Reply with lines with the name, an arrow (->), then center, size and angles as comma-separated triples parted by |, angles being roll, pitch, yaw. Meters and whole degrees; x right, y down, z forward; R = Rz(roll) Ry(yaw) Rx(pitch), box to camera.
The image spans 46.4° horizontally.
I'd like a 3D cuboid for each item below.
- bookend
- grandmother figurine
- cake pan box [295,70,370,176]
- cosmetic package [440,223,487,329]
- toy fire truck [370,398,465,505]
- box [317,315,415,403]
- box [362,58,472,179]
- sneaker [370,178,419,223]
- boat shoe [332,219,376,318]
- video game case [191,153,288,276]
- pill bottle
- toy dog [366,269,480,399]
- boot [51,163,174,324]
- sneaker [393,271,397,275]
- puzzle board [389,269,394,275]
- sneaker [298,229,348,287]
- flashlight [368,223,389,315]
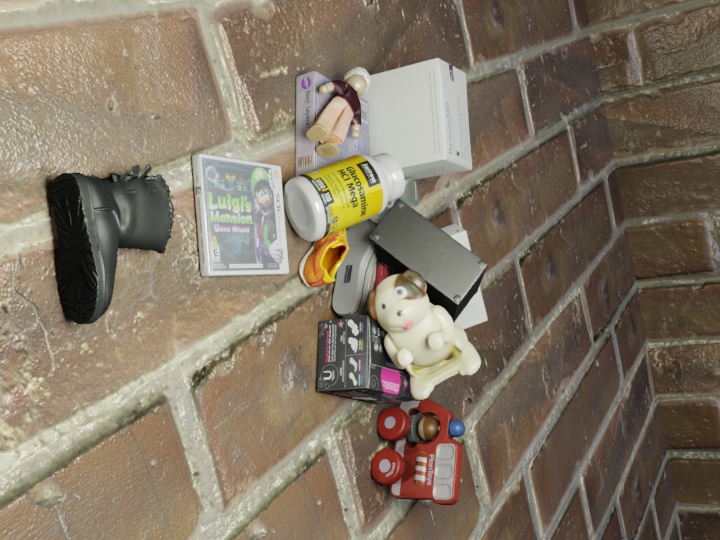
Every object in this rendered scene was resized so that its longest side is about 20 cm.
bookend -> 0.122, -0.009, 1.549 | 0.092, 0.198, 0.200 | -51, 168, -10
grandmother figurine -> -0.029, -0.288, 1.499 | 0.122, 0.060, 0.201 | 63, 39, -42
cake pan box -> -0.049, -0.250, 1.556 | 0.184, 0.052, 0.203 | 13, 74, -58
cosmetic package -> 0.183, 0.019, 1.720 | 0.071, 0.100, 0.202 | -128, -159, -70
toy fire truck -> 0.123, 0.344, 1.611 | 0.112, 0.166, 0.202 | 38, 54, -48
box -> 0.020, 0.165, 1.531 | 0.199, 0.114, 0.134 | 23, 63, -54
box -> 0.104, -0.289, 1.664 | 0.130, 0.198, 0.202 | 3, 82, -58
sneaker -> 0.047, -0.126, 1.622 | 0.200, 0.079, 0.071 | -32, 110, -61
boat shoe -> 0.000, 0.000, 1.569 | 0.066, 0.071, 0.202 | 42, 49, -51
video game case -> -0.186, -0.084, 1.334 | 0.199, 0.023, 0.184 | -1, 85, -58
pill bottle -> -0.024, -0.134, 1.451 | 0.199, 0.112, 0.114 | -25, 107, -29
toy dog -> 0.101, 0.088, 1.449 | 0.200, 0.138, 0.195 | 50, 27, -37
boot -> -0.312, -0.038, 1.088 | 0.162, 0.073, 0.201 | -7, 90, -61
sneaker -> 0.103, 0.086, 1.688 | 0.111, 0.076, 0.202 | -48, 129, -66
puzzle board -> 0.034, -0.060, 1.684 | 0.150, 0.017, 0.202 | 32, 58, -51
sneaker -> -0.047, -0.055, 1.501 | 0.073, 0.076, 0.202 | 44, 48, -43
flashlight -> 0.047, 0.012, 1.610 | 0.068, 0.067, 0.203 | 86, 2, -76
